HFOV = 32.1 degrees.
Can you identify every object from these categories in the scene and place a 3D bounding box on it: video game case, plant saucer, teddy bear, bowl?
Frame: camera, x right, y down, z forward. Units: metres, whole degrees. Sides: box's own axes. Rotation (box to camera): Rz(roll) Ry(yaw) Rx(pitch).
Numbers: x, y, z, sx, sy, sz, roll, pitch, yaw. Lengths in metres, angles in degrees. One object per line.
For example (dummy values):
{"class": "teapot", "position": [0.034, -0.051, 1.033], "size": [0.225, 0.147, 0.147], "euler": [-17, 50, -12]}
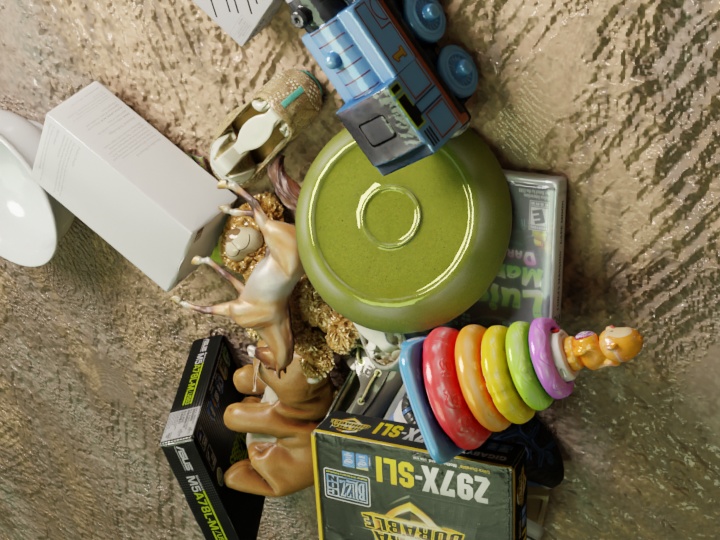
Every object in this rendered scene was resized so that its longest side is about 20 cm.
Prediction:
{"class": "video game case", "position": [0.089, -0.006, 1.130], "size": [0.200, 0.023, 0.182], "euler": [11, 109, 33]}
{"class": "plant saucer", "position": [0.030, -0.045, 1.087], "size": [0.200, 0.031, 0.200], "euler": [-1, 86, 20]}
{"class": "teddy bear", "position": [-0.077, 0.017, 1.257], "size": [0.145, 0.067, 0.200], "euler": [-28, 85, 48]}
{"class": "bowl", "position": [-0.393, -0.110, 1.432], "size": [0.201, 0.090, 0.201], "euler": [23, 138, 23]}

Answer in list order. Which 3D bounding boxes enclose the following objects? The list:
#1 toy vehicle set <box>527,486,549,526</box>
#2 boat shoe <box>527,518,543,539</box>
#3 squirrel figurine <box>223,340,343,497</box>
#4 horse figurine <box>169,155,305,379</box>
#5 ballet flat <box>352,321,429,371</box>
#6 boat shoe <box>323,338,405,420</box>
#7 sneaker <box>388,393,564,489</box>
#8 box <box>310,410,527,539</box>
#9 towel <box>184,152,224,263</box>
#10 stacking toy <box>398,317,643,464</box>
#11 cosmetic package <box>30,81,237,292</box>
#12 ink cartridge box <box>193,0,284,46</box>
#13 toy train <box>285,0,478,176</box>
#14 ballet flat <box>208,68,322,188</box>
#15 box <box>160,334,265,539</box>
{"class": "toy vehicle set", "position": [0.094, 0.260, 1.337], "size": [0.200, 0.027, 0.124], "euler": [5, 133, 0]}
{"class": "boat shoe", "position": [0.088, 0.264, 1.253], "size": [0.202, 0.086, 0.075], "euler": [28, 163, -25]}
{"class": "squirrel figurine", "position": [-0.046, 0.148, 1.367], "size": [0.200, 0.142, 0.187], "euler": [17, 124, 2]}
{"class": "horse figurine", "position": [-0.096, -0.006, 1.199], "size": [0.133, 0.050, 0.200], "euler": [29, 108, 10]}
{"class": "ballet flat", "position": [0.000, 0.000, 1.142], "size": [0.067, 0.064, 0.200], "euler": [-32, 83, 39]}
{"class": "boat shoe", "position": [0.013, 0.103, 1.244], "size": [0.060, 0.072, 0.202], "euler": [17, 108, -16]}
{"class": "sneaker", "position": [0.113, 0.172, 1.238], "size": [0.200, 0.076, 0.077], "euler": [23, 135, -20]}
{"class": "box", "position": [0.056, 0.225, 1.170], "size": [0.200, 0.049, 0.160], "euler": [8, 114, 24]}
{"class": "towel", "position": [-0.234, -0.075, 1.386], "size": [0.200, 0.023, 0.144], "euler": [10, 129, 34]}
{"class": "stacking toy", "position": [0.141, 0.081, 1.050], "size": [0.200, 0.116, 0.110], "euler": [-19, 87, 26]}
{"class": "cosmetic package", "position": [-0.238, -0.087, 1.302], "size": [0.200, 0.081, 0.113], "euler": [39, 140, 4]}
{"class": "ink cartridge box", "position": [-0.085, -0.287, 1.056], "size": [0.094, 0.044, 0.200], "euler": [43, 140, -2]}
{"class": "toy train", "position": [0.015, -0.180, 1.014], "size": [0.087, 0.114, 0.200], "euler": [-20, 111, 47]}
{"class": "ballet flat", "position": [-0.109, -0.126, 1.203], "size": [0.071, 0.065, 0.200], "euler": [46, 140, -1]}
{"class": "box", "position": [-0.160, 0.207, 1.444], "size": [0.047, 0.200, 0.193], "euler": [-14, 119, 13]}
